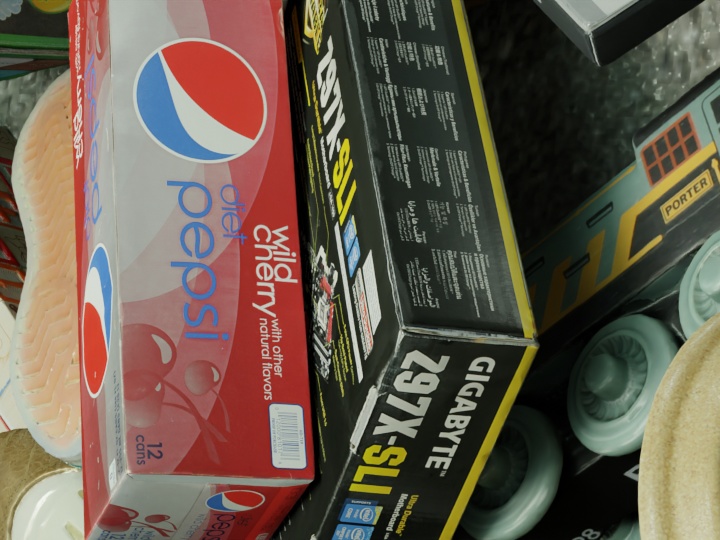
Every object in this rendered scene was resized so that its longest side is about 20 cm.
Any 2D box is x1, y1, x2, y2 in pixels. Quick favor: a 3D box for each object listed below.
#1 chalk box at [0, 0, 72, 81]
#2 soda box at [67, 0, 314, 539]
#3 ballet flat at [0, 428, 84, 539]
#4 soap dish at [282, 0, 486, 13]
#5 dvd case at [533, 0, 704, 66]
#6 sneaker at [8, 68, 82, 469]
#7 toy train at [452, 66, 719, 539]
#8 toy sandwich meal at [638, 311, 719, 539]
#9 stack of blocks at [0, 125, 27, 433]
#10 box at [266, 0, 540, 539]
[{"bbox_3d":[-0.181,-0.128,1.075,0.124,0.125,0.201,-6,86,38],"label":"chalk box"},{"bbox_3d":[-0.058,-0.013,0.949,0.070,0.063,0.201,124,146,-61],"label":"soda box"},{"bbox_3d":[-0.061,0.109,0.993,0.199,0.072,0.068,24,104,13],"label":"ballet flat"},{"bbox_3d":[-0.004,-0.153,1.059,0.200,0.081,0.158,-28,62,33],"label":"soap dish"},{"bbox_3d":[0.115,-0.167,0.928,0.200,0.025,0.150,-33,53,-7],"label":"dvd case"},{"bbox_3d":[-0.078,0.005,1.050,0.071,0.080,0.200,-43,32,26],"label":"sneaker"},{"bbox_3d":[0.096,0.019,0.932,0.200,0.085,0.114,-41,42,30],"label":"toy train"},{"bbox_3d":[0.146,0.103,0.806,0.070,0.204,0.206,-41,54,47],"label":"toy sandwich meal"},{"bbox_3d":[-0.153,0.012,1.125,0.059,0.115,0.200,-53,51,18],"label":"stack of blocks"},{"bbox_3d":[0.000,0.000,0.949,0.160,0.049,0.201,113,157,-43],"label":"box"}]
